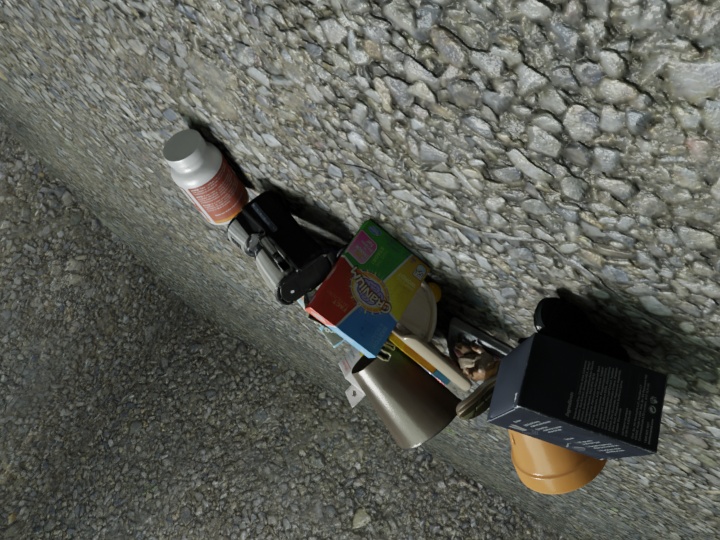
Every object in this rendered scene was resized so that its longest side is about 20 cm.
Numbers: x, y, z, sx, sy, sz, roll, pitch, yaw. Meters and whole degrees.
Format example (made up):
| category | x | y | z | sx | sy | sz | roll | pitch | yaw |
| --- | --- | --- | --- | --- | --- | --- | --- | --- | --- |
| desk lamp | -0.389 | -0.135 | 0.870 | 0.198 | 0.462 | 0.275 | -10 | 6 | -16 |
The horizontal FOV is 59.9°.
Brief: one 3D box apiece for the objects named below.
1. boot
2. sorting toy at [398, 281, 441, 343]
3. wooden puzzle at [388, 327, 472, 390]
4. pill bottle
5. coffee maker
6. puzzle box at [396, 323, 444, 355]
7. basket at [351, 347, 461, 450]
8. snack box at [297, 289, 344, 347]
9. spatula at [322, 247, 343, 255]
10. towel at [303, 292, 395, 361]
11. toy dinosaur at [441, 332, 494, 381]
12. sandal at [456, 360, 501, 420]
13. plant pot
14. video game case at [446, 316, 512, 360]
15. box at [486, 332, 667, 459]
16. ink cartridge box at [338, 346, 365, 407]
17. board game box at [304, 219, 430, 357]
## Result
| category | x | y | z | sx | sy | sz | roll | pitch | yaw |
| --- | --- | --- | --- | --- | --- | --- | --- | --- | --- |
| boot | 0.321 | 0.120 | 1.029 | 0.198 | 0.074 | 0.162 | 33 | 160 | -15 |
| sorting toy | 0.061 | 0.047 | 1.276 | 0.199 | 0.107 | 0.180 | 38 | 169 | -8 |
| wooden puzzle | 0.105 | 0.157 | 1.222 | 0.185 | 0.037 | 0.200 | 41 | 173 | -25 |
| pill bottle | -0.321 | -0.194 | 1.300 | 0.112 | 0.113 | 0.200 | 24 | 159 | 30 |
| coffee maker | -0.148 | -0.058 | 1.292 | 0.200 | 0.191 | 0.135 | 49 | 147 | 23 |
| puzzle box | 0.126 | 0.150 | 1.429 | 0.133 | 0.025 | 0.200 | 42 | 179 | -18 |
| basket | 0.086 | 0.254 | 1.333 | 0.180 | 0.136 | 0.200 | -36 | 98 | 28 |
| snack box | -0.108 | 0.082 | 1.479 | 0.201 | 0.037 | 0.116 | 53 | -176 | -7 |
| spatula | 0.000 | 0.000 | 1.374 | 0.199 | 0.021 | 0.057 | 30 | 160 | 13 |
| towel | -0.027 | 0.104 | 1.266 | 0.192 | 0.035 | 0.200 | 31 | -175 | -12 |
| toy dinosaur | 0.246 | 0.206 | 1.307 | 0.135 | 0.086 | 0.199 | 38 | 168 | -31 |
| sandal | 0.260 | 0.210 | 1.197 | 0.055 | 0.199 | 0.082 | 53 | -179 | 43 |
| plant pot | 0.392 | 0.337 | 1.296 | 0.199 | 0.200 | 0.141 | 5 | 130 | 57 |
| video game case | 0.273 | 0.186 | 1.364 | 0.181 | 0.023 | 0.200 | 29 | 162 | 17 |
| box | 0.318 | 0.197 | 0.949 | 0.198 | 0.118 | 0.197 | 17 | 161 | 4 |
| ink cartridge box | 0.017 | 0.205 | 1.441 | 0.067 | 0.200 | 0.116 | 40 | 179 | -12 |
| board game box | 0.016 | 0.033 | 1.139 | 0.153 | 0.201 | 0.040 | 37 | 162 | -12 |
